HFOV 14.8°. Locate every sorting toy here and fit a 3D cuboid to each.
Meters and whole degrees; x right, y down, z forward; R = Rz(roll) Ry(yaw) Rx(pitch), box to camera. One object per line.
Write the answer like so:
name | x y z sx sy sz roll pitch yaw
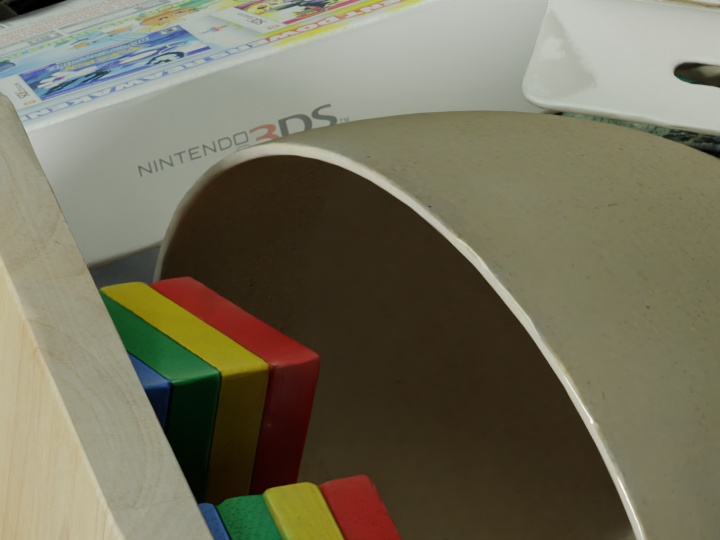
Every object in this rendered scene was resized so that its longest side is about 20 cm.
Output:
sorting toy | -0.045 0.093 0.635 0.070 0.200 0.199 -9 45 -22

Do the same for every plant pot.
plant pot | 0.060 0.045 0.672 0.134 0.200 0.200 -22 36 -30

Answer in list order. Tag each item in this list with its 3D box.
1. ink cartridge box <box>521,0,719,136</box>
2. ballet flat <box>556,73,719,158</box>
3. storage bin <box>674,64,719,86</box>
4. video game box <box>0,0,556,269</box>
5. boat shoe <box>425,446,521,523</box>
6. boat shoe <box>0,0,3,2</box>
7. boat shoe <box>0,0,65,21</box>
ink cartridge box | 0.112 -0.124 0.694 0.116 0.068 0.200 8 51 11
ballet flat | 0.111 -0.022 0.821 0.200 0.074 0.074 12 49 35
storage bin | 0.146 -0.161 0.931 0.198 0.094 0.200 -3 43 19
video game box | -0.047 -0.052 0.773 0.200 0.047 0.182 -19 14 -13
boat shoe | 0.003 -0.001 0.827 0.074 0.068 0.199 -19 39 2
boat shoe | -0.104 -0.175 0.992 0.200 0.071 0.091 -41 80 19
boat shoe | -0.111 -0.070 0.961 0.201 0.061 0.072 -38 43 -21
